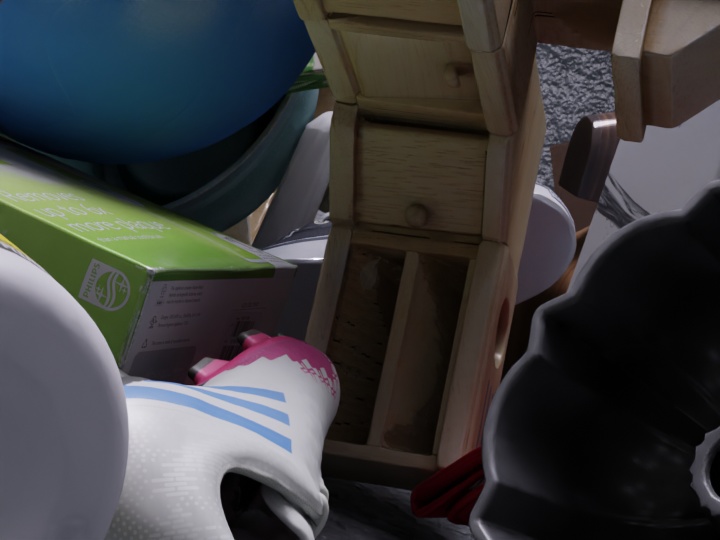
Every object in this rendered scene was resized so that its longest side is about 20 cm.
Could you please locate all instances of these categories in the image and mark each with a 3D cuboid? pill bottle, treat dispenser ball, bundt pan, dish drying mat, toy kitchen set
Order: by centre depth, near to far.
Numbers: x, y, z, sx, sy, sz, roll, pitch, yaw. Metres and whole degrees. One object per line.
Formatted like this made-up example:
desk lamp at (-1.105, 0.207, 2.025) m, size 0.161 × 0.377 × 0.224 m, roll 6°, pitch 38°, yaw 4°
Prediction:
pill bottle at (-0.150, 0.017, 0.477) m, size 0.111 × 0.112 × 0.200 m, roll 15°, pitch 9°, yaw -37°
bundt pan at (0.139, 0.074, 0.584) m, size 0.201 × 0.203 × 0.076 m, roll 29°, pitch 0°, yaw 44°
toy kitchen set at (0.053, -0.025, 0.675) m, size 0.162 × 0.182 × 0.200 m, roll 8°, pitch -21°, yaw 14°
dish drying mat at (0.122, 0.085, 0.719) m, size 0.199 × 0.018 × 0.077 m, roll 4°, pitch -29°, yaw -31°
treat dispenser ball at (-0.104, -0.147, 0.764) m, size 0.199 × 0.202 × 0.201 m, roll 21°, pitch 8°, yaw -3°

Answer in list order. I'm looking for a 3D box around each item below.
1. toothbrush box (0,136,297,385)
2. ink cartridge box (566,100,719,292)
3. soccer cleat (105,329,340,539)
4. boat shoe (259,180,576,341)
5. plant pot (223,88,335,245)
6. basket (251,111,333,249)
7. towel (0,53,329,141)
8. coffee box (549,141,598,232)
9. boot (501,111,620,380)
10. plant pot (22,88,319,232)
toothbrush box at (-0.147, -0.001, 0.701) m, size 0.199 × 0.087 × 0.145 m, roll 22°, pitch 7°, yaw 18°
ink cartridge box at (0.180, 0.002, 0.805) m, size 0.145 × 0.202 × 0.084 m, roll 10°, pitch 16°, yaw -26°
soccer cleat at (-0.041, 0.072, 0.602) m, size 0.086 × 0.070 × 0.200 m, roll 40°, pitch 15°, yaw 14°
boat shoe at (0.000, 0.000, 0.840) m, size 0.199 × 0.072 × 0.068 m, roll -22°, pitch 24°, yaw -3°
plant pot at (-0.126, -0.105, 1.173) m, size 0.182 × 0.202 × 0.200 m, roll 11°, pitch 6°, yaw 13°
basket at (0.029, 0.002, 0.978) m, size 0.123 × 0.136 × 0.200 m, roll 28°, pitch 9°, yaw 16°
towel at (-0.090, -0.146, 0.883) m, size 0.198 × 0.154 × 0.023 m, roll -7°, pitch -22°, yaw 12°
coffee box at (0.189, -0.016, 1.032) m, size 0.113 × 0.080 × 0.200 m, roll -11°, pitch -18°, yaw 18°
boot at (0.155, 0.008, 0.886) m, size 0.145 × 0.201 × 0.070 m, roll 10°, pitch 25°, yaw -18°
plant pot at (-0.107, -0.095, 0.952) m, size 0.199 × 0.201 × 0.134 m, roll 24°, pitch -13°, yaw 21°
